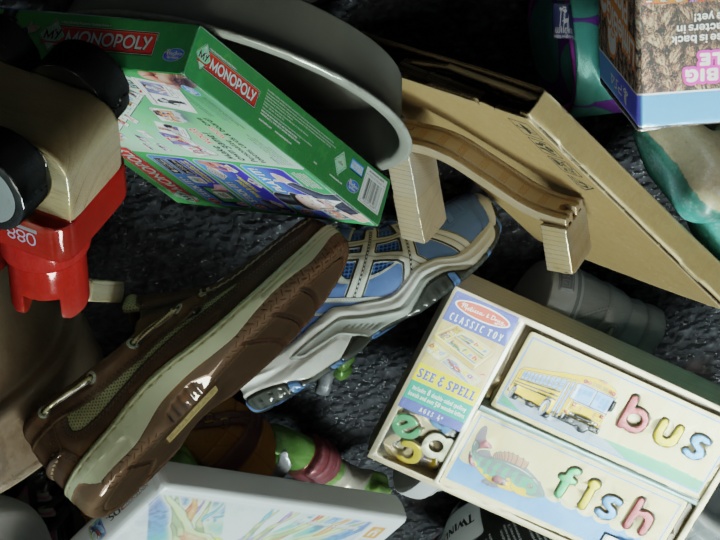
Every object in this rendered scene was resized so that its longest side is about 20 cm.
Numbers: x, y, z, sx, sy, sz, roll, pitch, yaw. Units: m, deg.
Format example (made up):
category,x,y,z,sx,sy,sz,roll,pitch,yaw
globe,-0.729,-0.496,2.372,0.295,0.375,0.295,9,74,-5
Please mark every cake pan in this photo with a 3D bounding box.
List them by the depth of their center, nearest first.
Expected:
category,x,y,z,sx,sy,sz,roll,pitch,yaw
cake pan,-0.065,-0.104,1.343,0.200,0.037,0.200,16,166,4

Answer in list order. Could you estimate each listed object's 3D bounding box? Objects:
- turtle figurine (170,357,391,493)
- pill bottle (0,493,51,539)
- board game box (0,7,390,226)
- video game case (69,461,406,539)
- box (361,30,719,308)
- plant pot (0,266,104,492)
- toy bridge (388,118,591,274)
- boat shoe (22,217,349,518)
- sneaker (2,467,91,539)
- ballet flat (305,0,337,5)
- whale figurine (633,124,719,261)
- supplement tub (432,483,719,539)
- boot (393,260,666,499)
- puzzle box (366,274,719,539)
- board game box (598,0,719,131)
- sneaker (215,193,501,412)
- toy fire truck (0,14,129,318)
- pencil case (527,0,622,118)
category,x,y,z,sx,sy,sz,roll,pitch,yaw
turtle figurine,-0.040,0.116,1.573,0.199,0.144,0.194,-23,135,19
pill bottle,-0.289,0.165,1.543,0.199,0.113,0.113,14,149,33
board game box,-0.089,-0.077,1.339,0.134,0.029,0.200,9,164,32
video game case,-0.098,0.178,1.496,0.200,0.022,0.182,14,132,-46
box,0.098,-0.055,1.426,0.200,0.163,0.021,40,79,-39
plant pot,-0.259,0.018,1.414,0.199,0.200,0.175,-16,120,6
toy bridge,0.030,-0.049,1.421,0.199,0.027,0.067,14,134,30
boat shoe,-0.096,0.035,1.375,0.202,0.075,0.075,-44,164,-17
sneaker,-0.185,0.120,1.558,0.080,0.086,0.200,-41,164,-20
ballet flat,-0.070,-0.165,1.325,0.199,0.069,0.068,13,127,-23
whale figurine,0.219,-0.031,1.456,0.200,0.159,0.104,9,127,-47
supplement tub,0.140,0.171,1.681,0.200,0.123,0.122,-35,132,24
boot,0.106,0.083,1.615,0.095,0.074,0.200,23,127,-22
puzzle box,0.120,0.095,1.558,0.199,0.025,0.133,24,117,-5
board game box,0.202,-0.182,1.282,0.159,0.097,0.201,-4,110,-6
sneaker,0.000,0.000,1.470,0.200,0.077,0.076,-33,179,-33
toy fire truck,-0.193,-0.035,1.299,0.176,0.129,0.200,19,136,19
pencil case,0.194,-0.137,1.394,0.199,0.085,0.093,-7,98,-5
